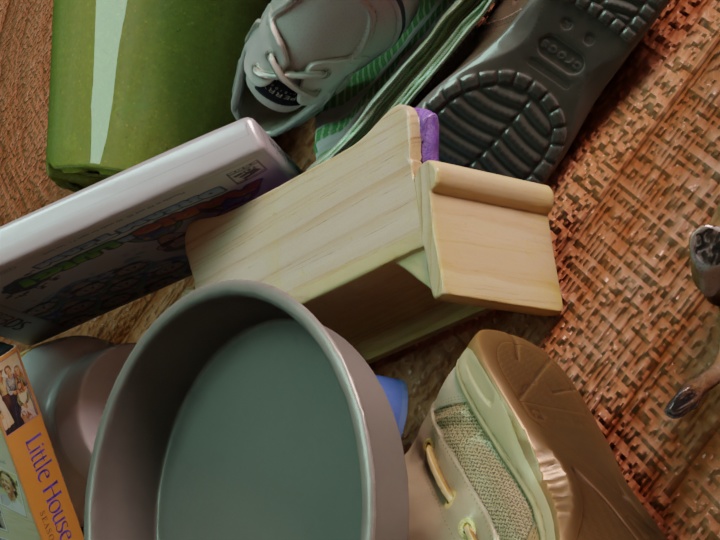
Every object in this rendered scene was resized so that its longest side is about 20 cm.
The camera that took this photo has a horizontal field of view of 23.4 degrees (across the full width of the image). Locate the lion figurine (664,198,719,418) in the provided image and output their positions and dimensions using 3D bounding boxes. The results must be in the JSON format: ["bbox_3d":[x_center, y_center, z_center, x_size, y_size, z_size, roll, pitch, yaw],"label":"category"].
[{"bbox_3d":[0.167,-0.040,0.689,0.201,0.072,0.122,-62,-3,10],"label":"lion figurine"}]

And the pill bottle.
[{"bbox_3d":[-0.185,0.101,1.044,0.200,0.112,0.113,-20,49,48],"label":"pill bottle"}]

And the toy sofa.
[{"bbox_3d":[0.000,0.000,0.867,0.200,0.083,0.098,-26,63,43],"label":"toy sofa"}]

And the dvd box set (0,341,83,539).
[{"bbox_3d":[-0.216,0.125,0.979,0.146,0.201,0.029,7,32,41],"label":"dvd box set"}]

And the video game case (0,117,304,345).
[{"bbox_3d":[-0.125,-0.015,0.948,0.199,0.182,0.024,-24,78,5],"label":"video game case"}]

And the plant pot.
[{"bbox_3d":[-0.121,-0.138,1.106,0.200,0.199,0.191,-5,72,53],"label":"plant pot"}]

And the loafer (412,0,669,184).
[{"bbox_3d":[0.086,-0.100,0.874,0.200,0.075,0.070,-46,11,20],"label":"loafer"}]

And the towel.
[{"bbox_3d":[0.021,-0.122,0.952,0.153,0.023,0.200,-49,11,17],"label":"towel"}]

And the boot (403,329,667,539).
[{"bbox_3d":[0.051,0.145,0.709,0.156,0.073,0.201,-51,44,28],"label":"boot"}]

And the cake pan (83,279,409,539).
[{"bbox_3d":[-0.050,0.106,0.753,0.200,0.037,0.202,-12,74,47],"label":"cake pan"}]

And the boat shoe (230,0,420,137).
[{"bbox_3d":[-0.028,-0.115,0.912,0.070,0.071,0.200,-62,12,-17],"label":"boat shoe"}]

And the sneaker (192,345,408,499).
[{"bbox_3d":[-0.056,0.114,0.851,0.200,0.078,0.070,-58,19,26],"label":"sneaker"}]
